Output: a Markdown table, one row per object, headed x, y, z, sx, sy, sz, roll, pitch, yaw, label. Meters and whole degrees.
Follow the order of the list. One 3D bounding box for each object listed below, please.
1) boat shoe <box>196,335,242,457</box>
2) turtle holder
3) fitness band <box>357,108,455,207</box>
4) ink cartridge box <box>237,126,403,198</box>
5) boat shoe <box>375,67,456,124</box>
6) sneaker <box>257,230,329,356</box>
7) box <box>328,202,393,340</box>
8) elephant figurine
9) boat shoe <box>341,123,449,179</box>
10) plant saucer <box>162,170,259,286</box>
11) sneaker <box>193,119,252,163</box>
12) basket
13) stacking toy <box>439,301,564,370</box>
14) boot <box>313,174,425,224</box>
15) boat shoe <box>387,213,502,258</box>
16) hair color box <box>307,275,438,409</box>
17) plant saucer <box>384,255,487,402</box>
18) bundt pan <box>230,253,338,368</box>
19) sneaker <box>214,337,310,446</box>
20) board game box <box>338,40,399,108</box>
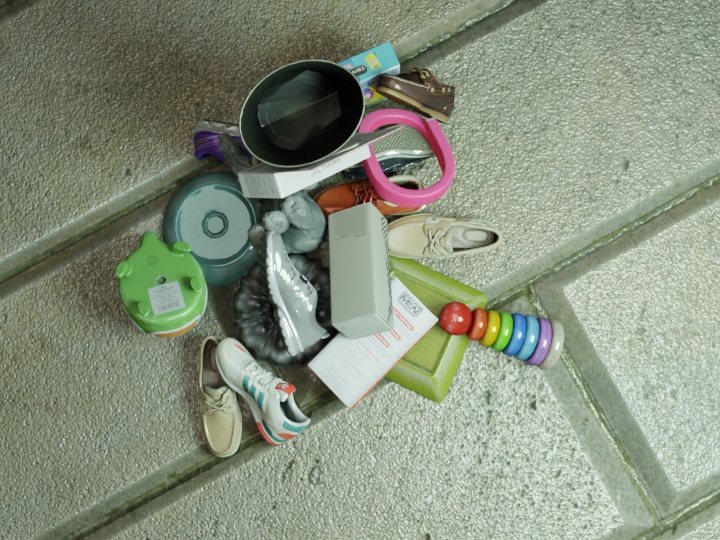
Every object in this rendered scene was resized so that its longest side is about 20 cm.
| x | y | z | sx | sy | sz | roll | pitch | yaw | label |
| --- | --- | --- | --- | --- | --- | --- | --- | --- | --- |
| -0.237 | 0.207 | 1.514 | 0.072 | 0.065 | 0.202 | -5 | 83 | 2 | boat shoe |
| -0.332 | 0.028 | 1.500 | 0.185 | 0.132 | 0.141 | 38 | 65 | 17 | turtle holder |
| 0.073 | -0.187 | 1.484 | 0.143 | 0.038 | 0.201 | -12 | 56 | -14 | fitness band |
| -0.056 | -0.162 | 1.382 | 0.199 | 0.175 | 0.045 | -30 | 114 | -39 | ink cartridge box |
| 0.093 | -0.296 | 1.502 | 0.070 | 0.200 | 0.071 | 26 | 100 | 29 | boat shoe |
| -0.106 | 0.029 | 1.440 | 0.081 | 0.075 | 0.201 | -19 | 108 | -14 | sneaker |
| 0.000 | 0.000 | 1.439 | 0.082 | 0.068 | 0.201 | -14 | 59 | 23 | box |
| -0.134 | -0.130 | 1.505 | 0.141 | 0.155 | 0.201 | -19 | 55 | 2 | elephant figurine |
| 0.054 | -0.198 | 1.549 | 0.199 | 0.062 | 0.075 | -14 | 56 | -14 | boat shoe |
| -0.243 | -0.074 | 1.563 | 0.198 | 0.036 | 0.202 | 0 | 83 | 3 | plant saucer |
| -0.189 | -0.205 | 1.569 | 0.198 | 0.081 | 0.084 | 9 | 97 | 12 | sneaker |
| -0.090 | -0.233 | 1.348 | 0.179 | 0.200 | 0.137 | -25 | 103 | -1 | basket |
| 0.222 | 0.096 | 1.478 | 0.199 | 0.085 | 0.086 | 16 | 84 | -11 | stacking toy |
| 0.012 | -0.123 | 1.525 | 0.198 | 0.107 | 0.076 | -8 | 85 | 3 | boot |
| 0.132 | -0.054 | 1.509 | 0.198 | 0.065 | 0.073 | -1 | 99 | -7 | boat shoe |
| 0.020 | 0.116 | 1.470 | 0.200 | 0.061 | 0.102 | -44 | 83 | -2 | hair color box |
| 0.087 | 0.089 | 1.525 | 0.199 | 0.048 | 0.201 | 24 | 85 | 4 | plant saucer |
| -0.119 | 0.064 | 1.512 | 0.200 | 0.076 | 0.204 | 0 | 89 | -2 | bundt pan |
| -0.151 | 0.184 | 1.483 | 0.093 | 0.070 | 0.201 | -28 | 95 | 36 | sneaker |
| -0.033 | -0.295 | 1.524 | 0.199 | 0.151 | 0.047 | -24 | 83 | -1 | board game box |
